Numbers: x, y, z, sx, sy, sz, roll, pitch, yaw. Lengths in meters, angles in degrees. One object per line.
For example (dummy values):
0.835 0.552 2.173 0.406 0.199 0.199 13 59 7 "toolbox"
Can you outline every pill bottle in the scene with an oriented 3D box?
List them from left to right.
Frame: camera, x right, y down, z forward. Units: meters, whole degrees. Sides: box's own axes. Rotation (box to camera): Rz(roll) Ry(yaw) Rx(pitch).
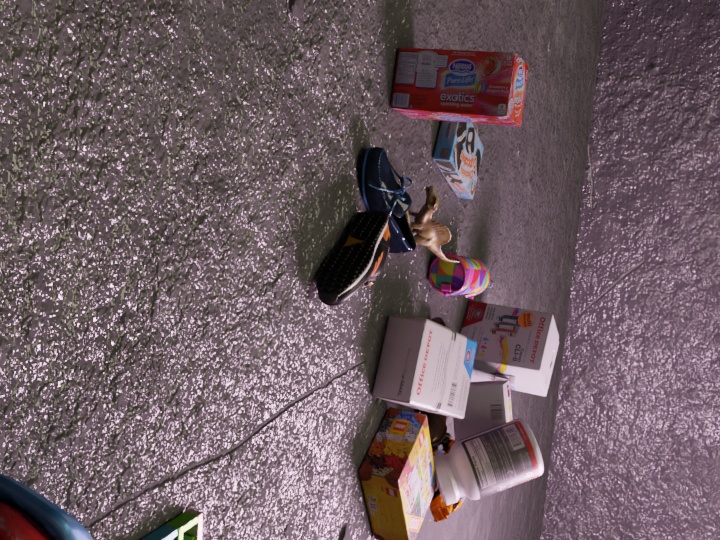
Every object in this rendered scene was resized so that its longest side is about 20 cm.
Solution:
0.240 0.370 1.690 0.116 0.198 0.117 161 -90 -87 "pill bottle"

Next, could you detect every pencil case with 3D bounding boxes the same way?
0.202 0.013 1.767 0.200 0.087 0.090 9 90 -66 "pencil case"

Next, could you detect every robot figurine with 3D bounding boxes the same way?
0.181 0.420 1.816 0.146 0.058 0.200 60 34 -6 "robot figurine"

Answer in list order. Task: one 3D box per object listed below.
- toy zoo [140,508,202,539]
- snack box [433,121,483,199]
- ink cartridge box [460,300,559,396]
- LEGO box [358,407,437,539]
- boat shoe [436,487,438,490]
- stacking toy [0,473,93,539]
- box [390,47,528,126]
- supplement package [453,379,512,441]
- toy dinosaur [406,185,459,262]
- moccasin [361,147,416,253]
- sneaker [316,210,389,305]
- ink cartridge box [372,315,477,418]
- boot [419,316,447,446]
-0.231 0.350 0.922 0.200 0.020 0.133 -21 117 -64 "toy zoo"
0.194 -0.230 1.720 0.200 0.037 0.118 40 61 -64 "snack box"
0.334 0.175 1.985 0.145 0.198 0.147 62 42 -55 "ink cartridge box"
0.072 0.374 1.583 0.149 0.076 0.202 -59 148 -42 "LEGO box"
0.207 0.459 1.947 0.200 0.068 0.075 -25 121 -63 "boat shoe"
-0.298 0.261 0.651 0.200 0.109 0.117 -45 137 -38 "stacking toy"
0.159 -0.292 1.402 0.095 0.198 0.101 2 96 -66 "box"
0.260 0.293 1.862 0.200 0.108 0.115 15 71 -76 "supplement package"
0.108 -0.060 1.489 0.201 0.100 0.059 69 37 -50 "toy dinosaur"
0.052 -0.111 1.379 0.201 0.067 0.081 72 34 -47 "moccasin"
0.000 0.000 1.290 0.201 0.069 0.091 -61 147 -44 "sneaker"
0.118 0.173 1.566 0.199 0.084 0.148 26 73 -51 "ink cartridge box"
0.141 0.211 1.710 0.187 0.063 0.202 -71 162 -56 "boot"
